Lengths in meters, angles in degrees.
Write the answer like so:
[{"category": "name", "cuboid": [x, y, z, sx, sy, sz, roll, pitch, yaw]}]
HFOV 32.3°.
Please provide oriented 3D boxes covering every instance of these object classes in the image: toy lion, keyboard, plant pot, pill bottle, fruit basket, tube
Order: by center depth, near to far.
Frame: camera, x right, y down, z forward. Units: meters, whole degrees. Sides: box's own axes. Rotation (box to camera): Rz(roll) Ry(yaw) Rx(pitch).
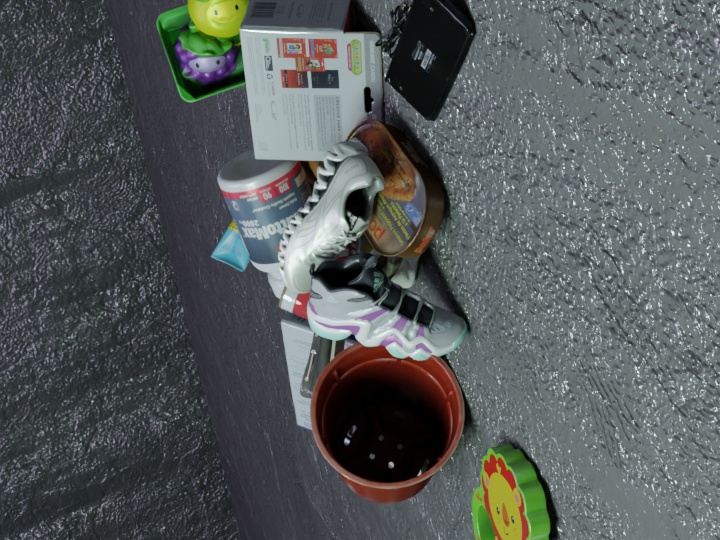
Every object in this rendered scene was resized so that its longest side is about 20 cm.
[{"category": "keyboard", "cuboid": [0.072, -0.244, 1.326, 0.104, 0.040, 0.200, 45, 158, 8]}, {"category": "toy lion", "cuboid": [0.180, 0.306, 1.503, 0.200, 0.068, 0.194, 167, 92, -74]}, {"category": "plant pot", "cuboid": [0.036, 0.219, 1.673, 0.196, 0.199, 0.202, 88, 159, -66]}, {"category": "fruit basket", "cuboid": [-0.180, -0.338, 1.737, 0.216, 0.214, 0.157, 148, 103, -74]}, {"category": "pill bottle", "cuboid": [-0.113, -0.066, 1.754, 0.120, 0.119, 0.201, 41, 155, 61]}, {"category": "tube", "cuboid": [-0.147, -0.094, 1.841, 0.077, 0.201, 0.050, 22, 169, 48]}]

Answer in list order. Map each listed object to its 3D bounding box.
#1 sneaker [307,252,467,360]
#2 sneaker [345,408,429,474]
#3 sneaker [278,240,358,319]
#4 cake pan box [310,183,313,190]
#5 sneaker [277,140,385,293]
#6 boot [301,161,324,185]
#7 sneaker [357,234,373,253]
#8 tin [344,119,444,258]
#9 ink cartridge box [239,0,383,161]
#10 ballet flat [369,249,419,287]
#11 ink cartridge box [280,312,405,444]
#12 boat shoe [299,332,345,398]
[{"category": "sneaker", "cuboid": [0.030, 0.032, 1.474, 0.141, 0.198, 0.078, 89, -170, -49]}, {"category": "sneaker", "cuboid": [0.020, 0.244, 1.821, 0.200, 0.080, 0.074, 45, 135, 4]}, {"category": "sneaker", "cuboid": [-0.015, -0.021, 1.599, 0.112, 0.201, 0.071, 24, 172, 6]}, {"category": "cake pan box", "cuboid": [-0.095, -0.124, 1.963, 0.185, 0.052, 0.201, 108, 141, -61]}, {"category": "sneaker", "cuboid": [-0.035, -0.052, 1.490, 0.081, 0.075, 0.201, 43, 117, 38]}, {"category": "boot", "cuboid": [-0.046, -0.134, 1.737, 0.156, 0.076, 0.201, 107, 140, -66]}, {"category": "sneaker", "cuboid": [0.000, 0.000, 1.728, 0.076, 0.076, 0.201, 59, 162, 33]}, {"category": "tin", "cuboid": [0.034, -0.097, 1.491, 0.112, 0.042, 0.201, -54, 44, 24]}, {"category": "ink cartridge box", "cuboid": [-0.053, -0.240, 1.578, 0.084, 0.174, 0.201, -80, -9, -47]}, {"category": "ballet flat", "cuboid": [0.045, -0.034, 1.560, 0.201, 0.069, 0.070, 99, 148, -58]}, {"category": "ink cartridge box", "cuboid": [-0.024, 0.174, 1.896, 0.195, 0.043, 0.202, 15, 128, 32]}, {"category": "boat shoe", "cuboid": [-0.049, 0.086, 1.750, 0.067, 0.056, 0.202, 56, -144, -59]}]
